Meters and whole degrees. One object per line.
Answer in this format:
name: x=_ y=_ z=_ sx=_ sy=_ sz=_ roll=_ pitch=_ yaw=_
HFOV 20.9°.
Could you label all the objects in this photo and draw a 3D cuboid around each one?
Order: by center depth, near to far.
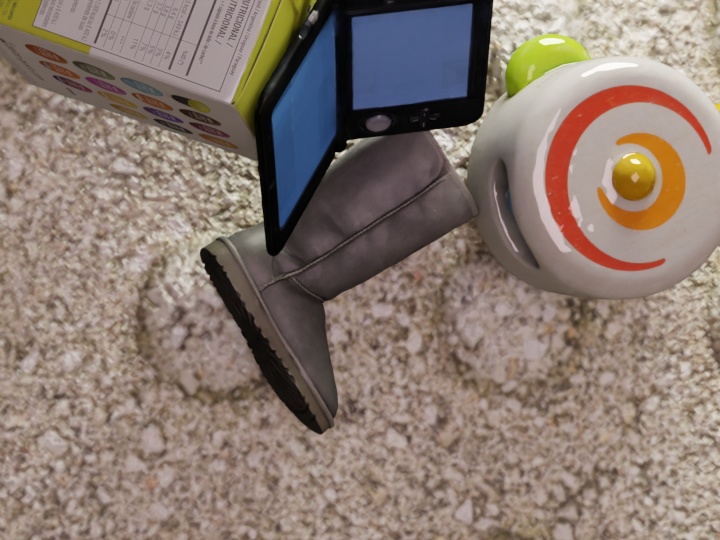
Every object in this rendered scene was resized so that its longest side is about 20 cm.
coffee box: x=-0.126 y=-0.211 z=1.334 sx=0.197 sy=0.200 sz=0.200 roll=19 pitch=84 yaw=7
game console: x=0.011 y=-0.112 z=1.359 sx=0.176 sy=0.200 sz=0.117 roll=-7 pitch=61 yaw=-4
boot: x=0.001 y=0.001 z=1.476 sx=0.200 sy=0.073 sz=0.182 roll=-30 pitch=99 yaw=-20
roller toy: x=0.186 y=-0.068 z=1.483 sx=0.200 sy=0.140 sz=0.183 roll=25 pitch=85 yaw=-15
